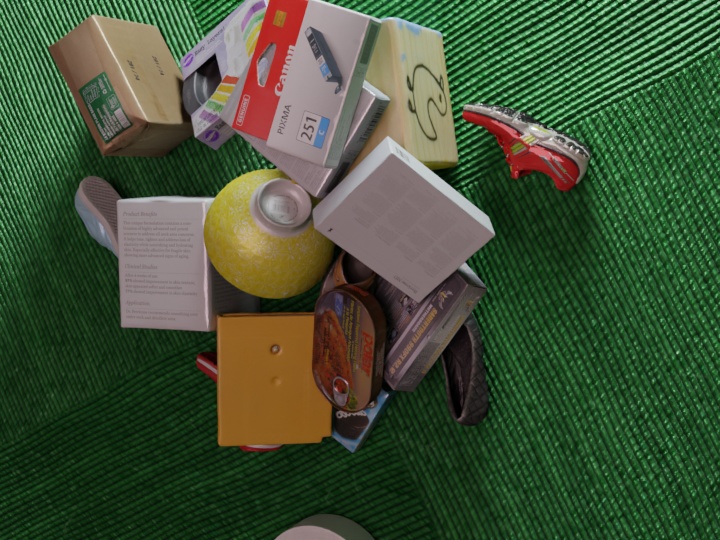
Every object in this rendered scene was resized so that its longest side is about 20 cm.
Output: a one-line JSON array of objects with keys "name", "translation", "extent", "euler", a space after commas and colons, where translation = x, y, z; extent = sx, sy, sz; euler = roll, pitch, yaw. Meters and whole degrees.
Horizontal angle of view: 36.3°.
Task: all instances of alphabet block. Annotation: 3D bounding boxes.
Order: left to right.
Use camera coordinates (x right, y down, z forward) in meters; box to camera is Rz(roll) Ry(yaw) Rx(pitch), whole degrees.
[{"name": "alphabet block", "translation": [0.011, -0.234, 1.571], "extent": [0.196, 0.195, 0.201], "euler": [-7, 92, 26]}]

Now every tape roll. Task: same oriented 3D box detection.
[{"name": "tape roll", "translation": [-0.055, 0.488, 1.724], "extent": [0.202, 0.071, 0.203], "euler": [2, 95, 24]}]

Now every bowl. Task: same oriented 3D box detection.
[{"name": "bowl", "translation": [-0.121, -0.072, 1.580], "extent": [0.200, 0.200, 0.108], "euler": [52, 151, 12]}]

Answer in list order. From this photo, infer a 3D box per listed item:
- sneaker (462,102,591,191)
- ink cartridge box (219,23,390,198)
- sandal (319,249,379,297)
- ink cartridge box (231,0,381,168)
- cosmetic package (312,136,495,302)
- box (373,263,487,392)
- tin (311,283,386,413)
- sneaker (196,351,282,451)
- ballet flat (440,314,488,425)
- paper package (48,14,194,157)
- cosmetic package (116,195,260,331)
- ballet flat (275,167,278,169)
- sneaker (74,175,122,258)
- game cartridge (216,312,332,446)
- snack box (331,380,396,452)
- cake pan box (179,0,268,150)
[{"name": "sneaker", "translation": [0.222, -0.173, 1.545], "extent": [0.200, 0.077, 0.085], "euler": [31, 111, 19]}, {"name": "ink cartridge box", "translation": [-0.079, -0.218, 1.490], "extent": [0.200, 0.047, 0.160], "euler": [40, 109, 22]}, {"name": "sandal", "translation": [0.000, 0.000, 1.597], "extent": [0.082, 0.055, 0.200], "euler": [38, 110, 5]}, {"name": "ink cartridge box", "translation": [-0.082, -0.255, 1.438], "extent": [0.176, 0.045, 0.201], "euler": [22, 101, 23]}, {"name": "cosmetic package", "translation": [0.058, -0.064, 1.478], "extent": [0.200, 0.052, 0.151], "euler": [36, 113, -27]}, {"name": "box", "translation": [0.075, 0.051, 1.608], "extent": [0.200, 0.048, 0.158], "euler": [-57, 49, 20]}, {"name": "tin", "translation": [-0.015, 0.113, 1.591], "extent": [0.112, 0.042, 0.201], "euler": [26, 125, 34]}, {"name": "sneaker", "translation": [-0.198, 0.221, 1.764], "extent": [0.200, 0.078, 0.116], "euler": [31, 105, 20]}, {"name": "ballet flat", "translation": [0.144, 0.125, 1.597], "extent": [0.066, 0.057, 0.201], "euler": [-22, 73, 29]}, {"name": "paper package", "translation": [-0.364, -0.288, 1.735], "extent": [0.103, 0.190, 0.201], "euler": [-31, 83, 23]}, {"name": "cosmetic package", "translation": [-0.267, -0.015, 1.727], "extent": [0.167, 0.166, 0.201], "euler": [2, 96, 24]}, {"name": "ballet flat", "translation": [-0.107, -0.063, 1.710], "extent": [0.066, 0.057, 0.201], "euler": [-10, 90, 24]}, {"name": "sneaker", "translation": [-0.411, -0.063, 1.852], "extent": [0.200, 0.074, 0.082], "euler": [57, 142, 5]}, {"name": "game cartridge", "translation": [-0.130, 0.164, 1.664], "extent": [0.175, 0.032, 0.201], "euler": [0, 99, -10]}, {"name": "snack box", "translation": [-0.053, 0.176, 1.716], "extent": [0.200, 0.037, 0.116], "euler": [36, 107, 18]}, {"name": "cake pan box", "translation": [-0.190, -0.308, 1.688], "extent": [0.200, 0.052, 0.185], "euler": [-35, 48, 24]}]
